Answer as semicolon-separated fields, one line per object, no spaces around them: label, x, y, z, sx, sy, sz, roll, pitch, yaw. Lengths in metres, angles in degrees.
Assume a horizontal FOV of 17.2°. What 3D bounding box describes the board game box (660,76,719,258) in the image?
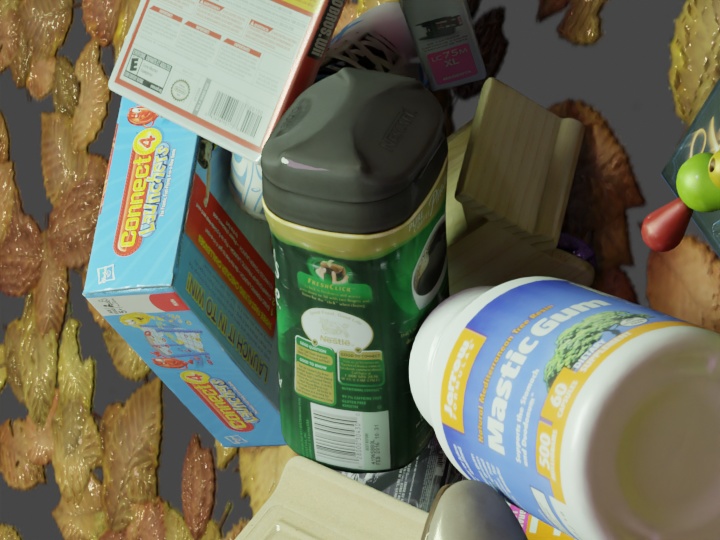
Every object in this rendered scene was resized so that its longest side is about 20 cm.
board game box;0.227;-0.077;1.098;0.200;0.035;0.136;-62;39;31

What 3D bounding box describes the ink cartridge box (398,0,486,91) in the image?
ink cartridge box;0.025;-0.199;1.318;0.200;0.042;0.120;69;-173;-62

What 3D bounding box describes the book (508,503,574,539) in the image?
book;0.119;0.102;1.239;0.200;0.048;0.134;2;81;58

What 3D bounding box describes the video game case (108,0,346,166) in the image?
video game case;-0.054;-0.167;1.264;0.143;0.017;0.200;28;98;45

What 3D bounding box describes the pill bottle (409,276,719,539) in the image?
pill bottle;0.101;0.064;1.131;0.200;0.112;0.112;21;104;63

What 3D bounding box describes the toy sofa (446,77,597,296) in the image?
toy sofa;0.050;-0.018;1.342;0.200;0.098;0.083;-34;33;51

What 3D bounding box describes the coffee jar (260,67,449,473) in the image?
coffee jar;0.000;0.000;1.229;0.085;0.104;0.200;11;129;18

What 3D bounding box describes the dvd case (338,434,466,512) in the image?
dvd case;0.012;0.136;1.371;0.200;0.016;0.149;176;107;-68

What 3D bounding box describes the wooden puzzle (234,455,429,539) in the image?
wooden puzzle;-0.029;0.203;1.179;0.185;0.046;0.200;19;67;49

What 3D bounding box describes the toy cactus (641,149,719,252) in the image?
toy cactus;0.222;-0.012;1.014;0.200;0.102;0.165;44;115;33

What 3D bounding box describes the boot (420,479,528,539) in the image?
boot;0.086;0.182;1.040;0.146;0.070;0.200;149;112;-66

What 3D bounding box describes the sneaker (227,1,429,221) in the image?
sneaker;-0.006;-0.099;1.358;0.072;0.200;0.073;37;135;2

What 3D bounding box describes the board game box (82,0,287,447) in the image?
board game box;-0.078;-0.027;1.385;0.056;0.200;0.196;-4;59;21
